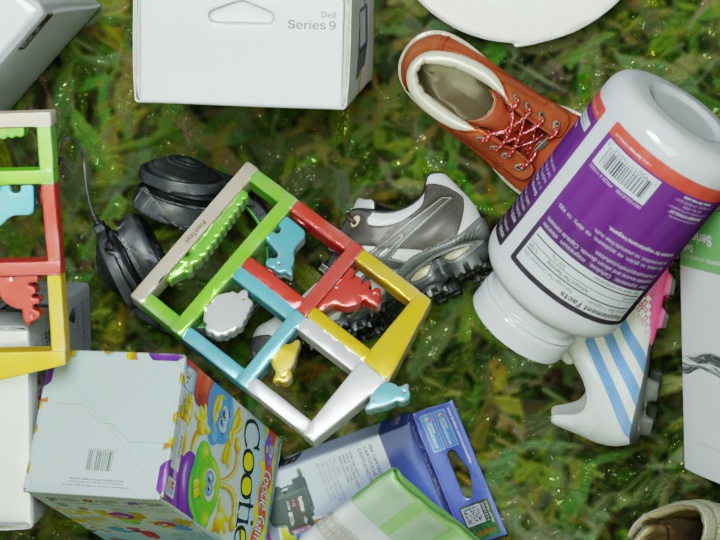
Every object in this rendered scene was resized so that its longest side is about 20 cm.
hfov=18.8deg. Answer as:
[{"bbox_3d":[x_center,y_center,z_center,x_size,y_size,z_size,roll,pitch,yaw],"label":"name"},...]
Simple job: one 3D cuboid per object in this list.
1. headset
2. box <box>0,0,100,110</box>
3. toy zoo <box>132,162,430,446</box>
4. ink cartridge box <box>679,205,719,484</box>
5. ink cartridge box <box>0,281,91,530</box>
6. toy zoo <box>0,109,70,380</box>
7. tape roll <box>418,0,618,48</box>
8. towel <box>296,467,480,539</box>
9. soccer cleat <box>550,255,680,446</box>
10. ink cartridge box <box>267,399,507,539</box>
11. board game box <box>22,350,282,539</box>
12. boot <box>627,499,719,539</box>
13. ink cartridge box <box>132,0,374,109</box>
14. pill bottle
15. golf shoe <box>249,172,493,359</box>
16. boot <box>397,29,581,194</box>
[{"bbox_3d":[-0.151,-0.029,1.592,0.200,0.094,0.124,34,100,-13],"label":"headset"},{"bbox_3d":[-0.310,-0.155,1.532,0.131,0.200,0.199,42,99,-2],"label":"box"},{"bbox_3d":[-0.044,0.032,1.537,0.200,0.020,0.131,37,77,13],"label":"toy zoo"},{"bbox_3d":[0.307,0.047,1.545,0.146,0.084,0.200,-6,100,-23],"label":"ink cartridge box"},{"bbox_3d":[-0.253,0.094,1.566,0.084,0.200,0.146,0,99,5],"label":"ink cartridge box"},{"bbox_3d":[-0.261,-0.004,1.440,0.131,0.020,0.200,-2,100,3],"label":"toy zoo"},{"bbox_3d":[0.113,-0.262,1.561,0.203,0.037,0.203,1,99,4],"label":"tape roll"},{"bbox_3d":[0.000,0.249,1.619,0.200,0.031,0.149,-41,116,19],"label":"towel"},{"bbox_3d":[0.183,0.030,1.586,0.086,0.070,0.200,9,99,9],"label":"soccer cleat"},{"bbox_3d":[-0.002,0.186,1.643,0.200,0.042,0.119,-21,97,6],"label":"ink cartridge box"},{"bbox_3d":[-0.141,0.136,1.543,0.105,0.200,0.103,2,70,19],"label":"board game box"},{"bbox_3d":[0.250,0.214,1.543,0.155,0.200,0.072,3,59,-25],"label":"boot"},{"bbox_3d":[-0.069,-0.165,1.509,0.145,0.200,0.088,2,100,4],"label":"ink cartridge box"},{"bbox_3d":[0.165,-0.033,1.501,0.112,0.112,0.200,36,115,-2],"label":"pill bottle"},{"bbox_3d":[0.000,0.000,1.604,0.200,0.078,0.095,-26,79,7],"label":"golf shoe"},{"bbox_3d":[0.111,-0.097,1.554,0.200,0.107,0.075,33,98,-3],"label":"boot"}]
